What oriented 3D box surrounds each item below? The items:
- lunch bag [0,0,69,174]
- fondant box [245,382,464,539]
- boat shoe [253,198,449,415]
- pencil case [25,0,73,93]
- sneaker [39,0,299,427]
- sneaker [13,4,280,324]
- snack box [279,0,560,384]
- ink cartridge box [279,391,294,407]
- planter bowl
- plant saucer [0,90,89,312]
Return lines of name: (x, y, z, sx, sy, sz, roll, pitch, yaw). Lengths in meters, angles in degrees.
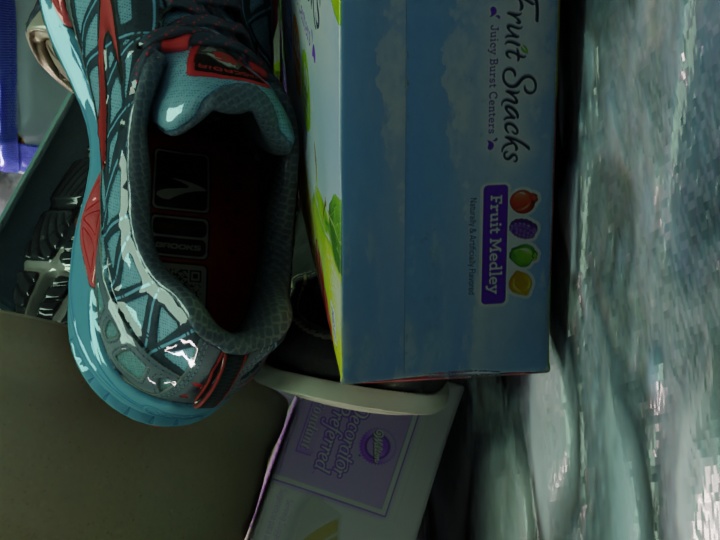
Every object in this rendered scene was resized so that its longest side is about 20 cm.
lunch bag: (-0.077, -0.123, 1.080, 0.124, 0.170, 0.200, 99, 170, -50)
fondant box: (-0.021, 0.118, 0.940, 0.200, 0.058, 0.144, 121, 168, -76)
boat shoe: (0.000, 0.000, 0.833, 0.200, 0.072, 0.068, -81, 0, -75)
pencil case: (-0.048, -0.138, 0.870, 0.078, 0.089, 0.200, 128, 164, -71)
sneaker: (-0.046, -0.056, 0.755, 0.096, 0.079, 0.200, 157, 109, -64)
sneaker: (-0.044, -0.030, 0.915, 0.077, 0.200, 0.080, 10, 135, 45)
snack box: (0.013, -0.085, 0.744, 0.200, 0.068, 0.169, -107, 16, -63)
ink cartridge box: (-0.058, 0.117, 1.078, 0.200, 0.045, 0.176, -38, -44, -54)
planter bowl: (-0.135, 0.093, 0.863, 0.200, 0.200, 0.135, 125, 156, -79)
plant saucer: (-0.082, -0.061, 0.939, 0.019, 0.070, 0.200, -1, 56, 50)
